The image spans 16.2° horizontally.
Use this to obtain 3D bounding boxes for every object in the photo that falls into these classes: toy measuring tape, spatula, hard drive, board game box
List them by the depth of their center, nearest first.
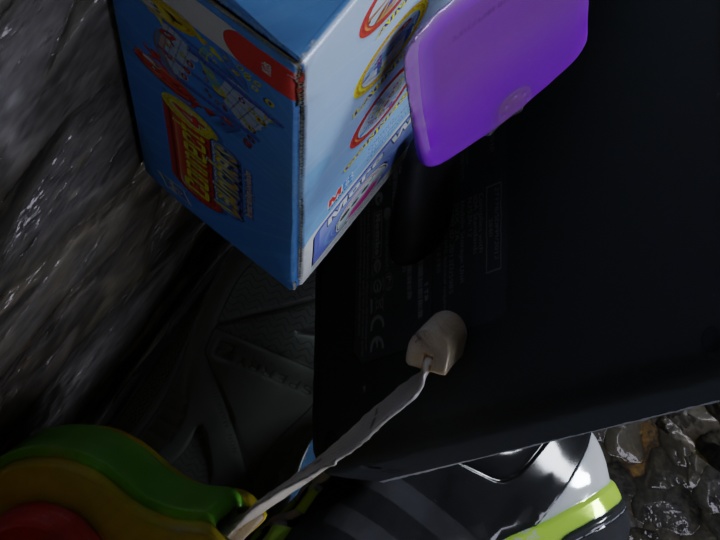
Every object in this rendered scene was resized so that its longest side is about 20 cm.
[{"bbox_3d":[0.024,-0.108,0.616,0.200,0.056,0.196,-51,172,-12],"label":"board game box"},{"bbox_3d":[0.025,-0.035,0.656,0.056,0.021,0.200,-37,172,-14],"label":"spatula"},{"bbox_3d":[0.053,-0.021,0.736,0.200,0.033,0.140,-20,-116,54],"label":"hard drive"},{"bbox_3d":[-0.060,0.059,0.751,0.200,0.074,0.074,-41,178,21],"label":"toy measuring tape"}]

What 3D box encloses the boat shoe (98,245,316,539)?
[{"bbox_3d":[-0.056,0.062,0.880,0.202,0.074,0.065,-63,-172,15],"label":"boat shoe"}]

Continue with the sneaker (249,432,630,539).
[{"bbox_3d":[-0.005,0.084,0.840,0.200,0.083,0.072,-17,-179,-23],"label":"sneaker"}]

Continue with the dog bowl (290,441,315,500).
[{"bbox_3d":[0.000,0.000,0.949,0.200,0.050,0.112,-57,-173,25],"label":"dog bowl"}]
